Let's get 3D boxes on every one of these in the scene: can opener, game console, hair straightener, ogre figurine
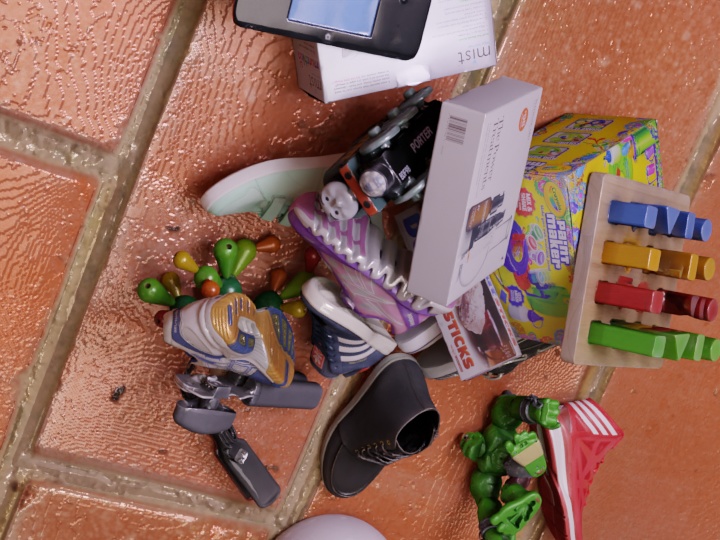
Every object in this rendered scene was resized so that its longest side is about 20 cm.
[{"bbox_3d":[-0.126,0.142,1.472,0.199,0.053,0.067,10,104,-50],"label":"can opener"},{"bbox_3d":[-0.015,-0.306,1.311,0.198,0.031,0.178,8,103,-21],"label":"game console"},{"bbox_3d":[-0.142,0.185,1.507,0.041,0.077,0.201,-36,115,-23],"label":"hair straightener"},{"bbox_3d":[0.177,0.232,1.625,0.097,0.120,0.202,-8,109,-14],"label":"ogre figurine"}]

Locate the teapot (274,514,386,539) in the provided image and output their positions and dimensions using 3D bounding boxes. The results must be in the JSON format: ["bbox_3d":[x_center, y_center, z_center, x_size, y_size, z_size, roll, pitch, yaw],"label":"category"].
[{"bbox_3d":[-0.030,0.393,1.583,0.200,0.146,0.198,-39,117,-4],"label":"teapot"}]

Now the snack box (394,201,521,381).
[{"bbox_3d":[0.107,0.016,1.500,0.072,0.024,0.201,-26,78,21],"label":"snack box"}]

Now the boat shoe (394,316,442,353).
[{"bbox_3d":[0.129,0.036,1.570,0.200,0.071,0.070,-43,115,-11],"label":"boat shoe"}]

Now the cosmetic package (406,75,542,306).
[{"bbox_3d":[0.115,-0.082,1.356,0.151,0.051,0.202,-34,139,-58],"label":"cosmetic package"}]

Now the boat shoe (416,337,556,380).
[{"bbox_3d":[0.161,0.095,1.599,0.199,0.071,0.064,-21,113,-16],"label":"boat shoe"}]

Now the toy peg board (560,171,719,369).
[{"bbox_3d":[0.321,0.011,1.450,0.199,0.097,0.201,7,93,-50],"label":"toy peg board"}]

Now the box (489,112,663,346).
[{"bbox_3d":[0.242,-0.049,1.512,0.192,0.121,0.202,-31,120,-42],"label":"box"}]

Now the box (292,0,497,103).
[{"bbox_3d":[0.030,-0.284,1.402,0.198,0.097,0.178,-15,113,-16],"label":"box"}]

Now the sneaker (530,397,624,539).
[{"bbox_3d":[0.286,0.255,1.701,0.115,0.078,0.202,-17,114,-14],"label":"sneaker"}]

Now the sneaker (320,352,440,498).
[{"bbox_3d":[0.018,0.201,1.545,0.074,0.106,0.201,15,116,-26],"label":"sneaker"}]

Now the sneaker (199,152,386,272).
[{"bbox_3d":[-0.064,-0.054,1.431,0.199,0.074,0.119,-11,78,-20],"label":"sneaker"}]

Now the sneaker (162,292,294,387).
[{"bbox_3d":[-0.133,0.071,1.395,0.087,0.076,0.200,-7,156,19],"label":"sneaker"}]

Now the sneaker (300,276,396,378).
[{"bbox_3d":[-0.029,0.073,1.478,0.084,0.075,0.200,-40,150,5],"label":"sneaker"}]

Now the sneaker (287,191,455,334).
[{"bbox_3d":[0.000,0.000,1.398,0.200,0.081,0.088,35,126,-15],"label":"sneaker"}]

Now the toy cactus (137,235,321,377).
[{"bbox_3d":[-0.138,0.045,1.460,0.199,0.102,0.166,-10,121,-27],"label":"toy cactus"}]

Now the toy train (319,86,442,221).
[{"bbox_3d":[0.029,-0.113,1.375,0.114,0.200,0.085,-29,103,34],"label":"toy train"}]
